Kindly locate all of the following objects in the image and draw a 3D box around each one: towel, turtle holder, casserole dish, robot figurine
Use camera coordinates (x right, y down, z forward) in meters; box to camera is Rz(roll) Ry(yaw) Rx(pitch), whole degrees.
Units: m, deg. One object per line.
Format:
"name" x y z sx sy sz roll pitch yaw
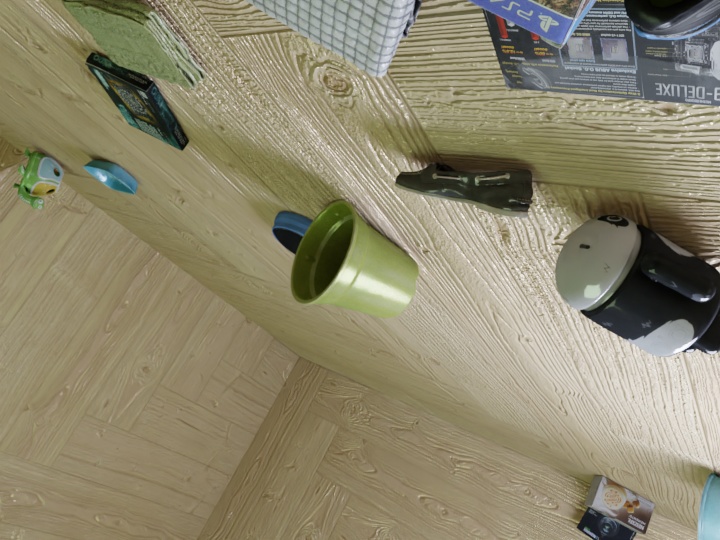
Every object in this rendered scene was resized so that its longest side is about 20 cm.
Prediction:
"towel" -0.331 -0.341 0.883 0.199 0.037 0.148 21 162 25
"turtle holder" -1.084 -0.311 2.029 0.131 0.141 0.186 19 -151 -29
"towel" -0.031 -0.276 0.488 0.199 0.086 0.166 30 162 3
"casserole dish" -0.718 -0.274 1.740 0.199 0.039 0.121 14 158 40
"robot figurine" 0.325 0.018 0.693 0.199 0.125 0.151 30 134 -1

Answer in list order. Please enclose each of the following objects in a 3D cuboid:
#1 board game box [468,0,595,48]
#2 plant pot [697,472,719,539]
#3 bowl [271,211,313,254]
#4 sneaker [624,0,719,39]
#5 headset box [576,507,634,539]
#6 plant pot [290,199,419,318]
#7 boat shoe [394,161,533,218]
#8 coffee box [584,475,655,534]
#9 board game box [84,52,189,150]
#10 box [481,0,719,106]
"board game box" 0.078 -0.242 0.279 0.159 0.097 0.200 32 153 12
"plant pot" 0.874 0.572 1.321 0.195 0.201 0.200 3 150 42
"bowl" -0.110 -0.058 1.350 0.200 0.040 0.201 28 164 9
"sneaker" 0.188 -0.194 0.263 0.071 0.083 0.200 41 134 17
"headset box" 0.932 0.923 2.223 0.174 0.200 0.093 30 173 36
"plant pot" 0.000 0.000 1.112 0.184 0.201 0.200 26 168 -30
"boat shoe" 0.130 -0.114 0.767 0.199 0.057 0.067 21 -162 39
"coffee box" 0.912 0.825 2.121 0.199 0.115 0.080 28 163 7
"board game box" -0.412 -0.310 1.125 0.135 0.028 0.200 27 164 10
"box" 0.184 -0.193 0.423 0.199 0.050 0.158 18 160 36
